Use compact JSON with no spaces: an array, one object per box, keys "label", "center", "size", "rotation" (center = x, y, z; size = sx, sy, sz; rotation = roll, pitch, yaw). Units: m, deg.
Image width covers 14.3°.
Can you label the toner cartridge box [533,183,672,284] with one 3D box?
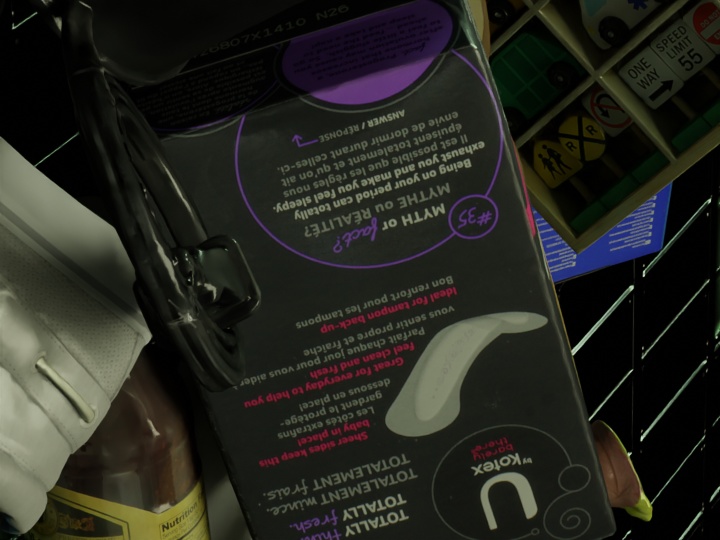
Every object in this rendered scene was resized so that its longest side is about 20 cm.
[{"label":"toner cartridge box","center":[0.084,-0.046,1.262],"size":[0.200,0.043,0.095],"rotation":[-14,116,-61]}]

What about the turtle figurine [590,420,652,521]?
[{"label":"turtle figurine","center":[0.018,0.110,1.044],"size":[0.161,0.065,0.200],"rotation":[-35,-177,-16]}]

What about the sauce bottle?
[{"label":"sauce bottle","center":[-0.084,0.071,0.959],"size":[0.066,0.066,0.201],"rotation":[-44,135,-48]}]

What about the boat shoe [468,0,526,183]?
[{"label":"boat shoe","center":[0.010,-0.053,1.045],"size":[0.072,0.072,0.200],"rotation":[-32,146,-15]}]

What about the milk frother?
[{"label":"milk frother","center":[-0.001,-0.094,0.785],"size":[0.201,0.188,0.180],"rotation":[66,25,-5]}]

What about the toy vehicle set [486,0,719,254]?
[{"label":"toy vehicle set","center":[0.104,-0.104,1.067],"size":[0.200,0.124,0.027],"rotation":[-41,-176,44]}]

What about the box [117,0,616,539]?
[{"label":"box","center":[0.000,0.000,0.956],"size":[0.106,0.122,0.201],"rotation":[-102,175,-58]}]

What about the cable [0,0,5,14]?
[{"label":"cable","center":[-0.139,-0.023,0.854],"size":[0.097,0.050,0.201],"rotation":[-15,104,-43]}]

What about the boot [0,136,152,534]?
[{"label":"boot","center":[-0.136,0.001,0.776],"size":[0.200,0.073,0.096],"rotation":[37,72,-40]}]

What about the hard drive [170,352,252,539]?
[{"label":"hard drive","center":[-0.028,0.026,1.090],"size":[0.132,0.025,0.201],"rotation":[31,75,-63]}]
